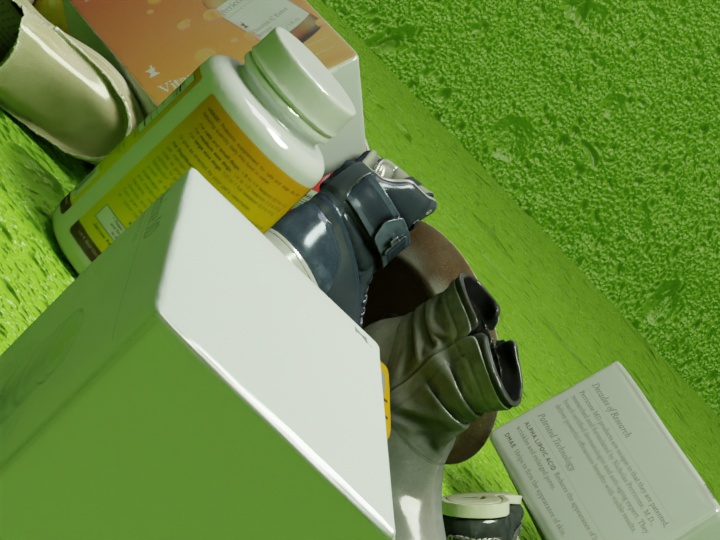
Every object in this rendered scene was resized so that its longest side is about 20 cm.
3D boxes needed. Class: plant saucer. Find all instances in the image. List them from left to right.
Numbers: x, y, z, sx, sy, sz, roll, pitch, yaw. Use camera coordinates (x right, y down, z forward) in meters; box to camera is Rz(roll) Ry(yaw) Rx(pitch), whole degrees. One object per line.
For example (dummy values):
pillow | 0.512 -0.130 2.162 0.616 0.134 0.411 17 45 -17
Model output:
plant saucer | 0.038 0.059 1.560 0.032 0.201 0.201 -13 53 -34

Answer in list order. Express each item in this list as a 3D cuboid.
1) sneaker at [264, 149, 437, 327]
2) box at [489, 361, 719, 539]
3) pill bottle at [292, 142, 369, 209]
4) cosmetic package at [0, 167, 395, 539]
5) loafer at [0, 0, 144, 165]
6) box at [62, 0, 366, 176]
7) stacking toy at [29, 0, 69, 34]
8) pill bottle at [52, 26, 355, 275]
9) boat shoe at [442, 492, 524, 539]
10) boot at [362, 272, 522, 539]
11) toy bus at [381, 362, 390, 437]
sneaker | 0.001 0.000 1.502 0.077 0.146 0.203 35 -21 31
box | 0.225 0.225 1.632 0.200 0.130 0.200 62 -1 -40
pill bottle | -0.056 -0.105 1.857 0.113 0.112 0.200 51 11 18
cosmetic package | -0.098 0.088 0.765 0.123 0.200 0.200 45 10 -13
loafer | -0.238 -0.146 1.393 0.200 0.076 0.068 42 15 -7
box | -0.112 -0.149 1.489 0.200 0.151 0.107 48 -23 35
stacking toy | -0.225 -0.213 1.605 0.199 0.147 0.147 14 32 -43
pill bottle | -0.100 -0.064 1.295 0.109 0.200 0.109 45 11 -12
boat shoe | 0.090 0.205 1.525 0.200 0.071 0.068 18 68 -82
boot | 0.056 0.112 1.369 0.070 0.131 0.202 8 62 -58
toy bus | -0.053 0.071 1.291 0.200 0.065 0.079 34 50 -54
